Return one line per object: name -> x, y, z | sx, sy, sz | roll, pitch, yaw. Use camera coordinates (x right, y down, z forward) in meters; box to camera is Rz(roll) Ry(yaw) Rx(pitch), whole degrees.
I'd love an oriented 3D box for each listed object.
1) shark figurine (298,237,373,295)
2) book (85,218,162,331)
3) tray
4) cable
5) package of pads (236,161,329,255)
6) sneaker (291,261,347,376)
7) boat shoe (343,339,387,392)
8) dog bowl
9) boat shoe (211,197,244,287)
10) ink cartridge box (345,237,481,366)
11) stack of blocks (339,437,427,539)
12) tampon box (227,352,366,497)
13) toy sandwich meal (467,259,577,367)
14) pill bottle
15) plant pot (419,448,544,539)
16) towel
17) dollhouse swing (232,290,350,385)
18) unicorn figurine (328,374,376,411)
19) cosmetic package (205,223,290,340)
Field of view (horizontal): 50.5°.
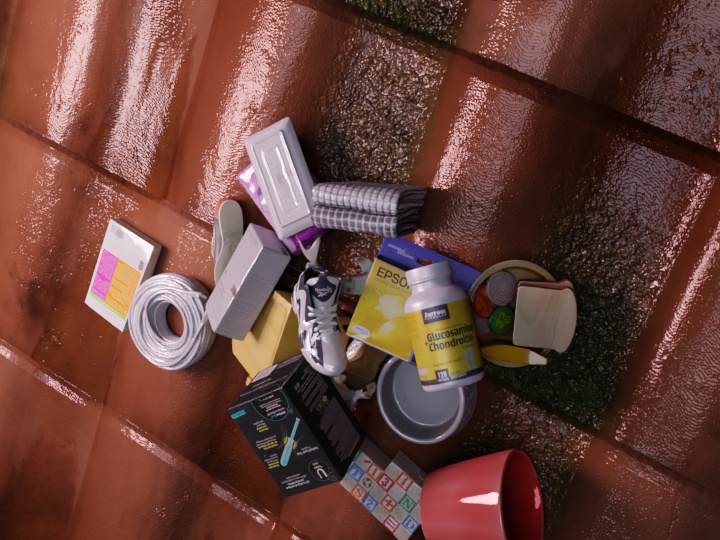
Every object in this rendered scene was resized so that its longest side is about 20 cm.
shark figurine -> -0.019, 0.011, 1.433 | 0.208, 0.089, 0.132 | 8, 95, -12
book -> -0.520, 0.009, 1.662 | 0.132, 0.048, 0.204 | 29, 106, 18
tray -> -0.145, -0.170, 1.417 | 0.105, 0.022, 0.205 | -21, 88, 19
cable -> -0.396, 0.105, 1.613 | 0.197, 0.069, 0.204 | 27, 108, 17
package of pads -> -0.138, -0.143, 1.470 | 0.120, 0.075, 0.202 | -40, 83, 23
sneaker -> -0.067, 0.073, 1.337 | 0.131, 0.077, 0.203 | 104, 156, -49
boat shoe -> 0.010, 0.159, 1.462 | 0.070, 0.070, 0.201 | 32, 121, -12
dog bowl -> 0.118, 0.230, 1.431 | 0.194, 0.058, 0.207 | 4, 100, 21
boat shoe -> -0.269, -0.045, 1.546 | 0.062, 0.069, 0.206 | 21, 113, 61
ink cartridge box -> 0.098, 0.059, 1.366 | 0.193, 0.047, 0.205 | 22, 88, 2
stack of blocks -> 0.050, 0.410, 1.484 | 0.199, 0.058, 0.116 | 40, 110, 12
tampon box -> -0.112, 0.277, 1.382 | 0.148, 0.127, 0.203 | -24, 104, 33
toy sandwich meal -> 0.276, 0.081, 1.314 | 0.199, 0.070, 0.212 | 0, 99, -1
pill bottle -> 0.136, 0.093, 1.288 | 0.109, 0.112, 0.206 | -15, 87, 22
plant pot -> 0.212, 0.426, 1.361 | 0.174, 0.199, 0.206 | -13, 93, 32
towel -> 0.017, -0.108, 1.347 | 0.161, 0.199, 0.088 | 7, 100, 18
dollhouse swing -> -0.145, 0.135, 1.535 | 0.177, 0.176, 0.205 | 13, 106, -24
unicorn figurine -> -0.039, 0.240, 1.451 | 0.136, 0.074, 0.202 | -32, 96, 38
cosmetic package -> -0.221, 0.023, 1.482 | 0.203, 0.073, 0.102 | -60, 34, 16
